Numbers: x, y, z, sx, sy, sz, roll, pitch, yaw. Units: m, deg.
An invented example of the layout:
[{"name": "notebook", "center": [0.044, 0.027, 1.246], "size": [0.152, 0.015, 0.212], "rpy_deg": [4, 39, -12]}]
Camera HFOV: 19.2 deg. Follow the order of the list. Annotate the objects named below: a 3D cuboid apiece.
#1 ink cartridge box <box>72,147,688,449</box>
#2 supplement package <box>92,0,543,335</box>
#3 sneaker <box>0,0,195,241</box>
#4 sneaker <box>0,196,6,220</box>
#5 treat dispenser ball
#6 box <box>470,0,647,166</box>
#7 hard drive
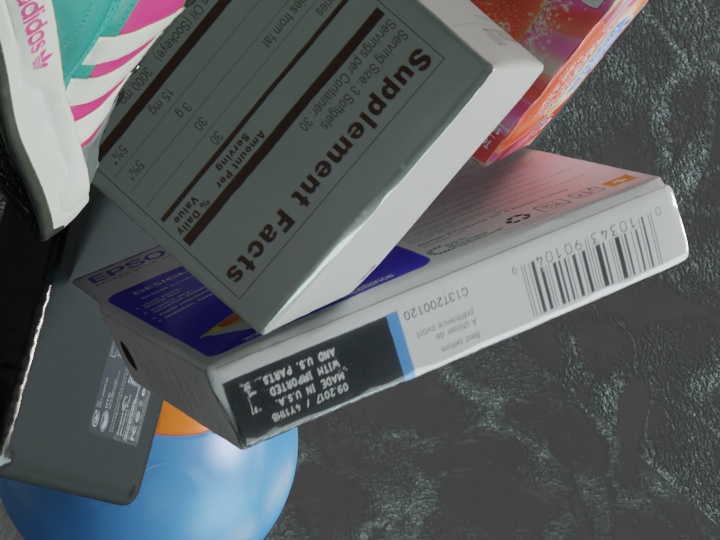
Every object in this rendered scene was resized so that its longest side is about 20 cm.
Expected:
[{"name": "ink cartridge box", "center": [0.000, 0.000, 0.878], "size": [0.198, 0.043, 0.200], "rpy_deg": [-23, -163, -17]}, {"name": "supplement package", "center": [-0.055, -0.090, 0.721], "size": [0.117, 0.200, 0.117], "rpy_deg": [-49, 174, 12]}, {"name": "sneaker", "center": [-0.057, -0.084, 0.533], "size": [0.121, 0.084, 0.200], "rpy_deg": [-36, 172, -15]}, {"name": "sneaker", "center": [-0.168, -0.011, 1.046], "size": [0.112, 0.071, 0.200], "rpy_deg": [-43, 179, -18]}, {"name": "treat dispenser ball", "center": [-0.141, 0.112, 1.401], "size": [0.201, 0.201, 0.201], "rpy_deg": [-47, 174, -6]}, {"name": "box", "center": [0.012, -0.143, 0.861], "size": [0.095, 0.200, 0.103], "rpy_deg": [-52, 174, 15]}, {"name": "hard drive", "center": [-0.132, 0.035, 1.011], "size": [0.200, 0.033, 0.140], "rpy_deg": [44, 60, -75]}]
